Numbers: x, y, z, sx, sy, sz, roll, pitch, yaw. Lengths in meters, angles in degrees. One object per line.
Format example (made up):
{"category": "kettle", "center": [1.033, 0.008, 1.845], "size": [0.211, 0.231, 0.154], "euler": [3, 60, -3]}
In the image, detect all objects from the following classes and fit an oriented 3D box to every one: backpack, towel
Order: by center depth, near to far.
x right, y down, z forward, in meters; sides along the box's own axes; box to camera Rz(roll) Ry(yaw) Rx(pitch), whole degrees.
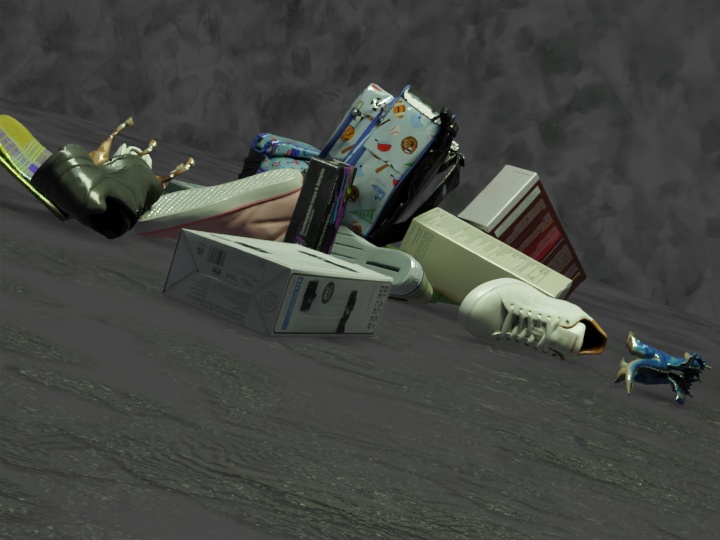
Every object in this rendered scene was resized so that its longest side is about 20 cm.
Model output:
{"category": "towel", "center": [-0.358, -0.116, 1.432], "size": [0.144, 0.023, 0.200], "euler": [45, 2, -11]}
{"category": "backpack", "center": [0.027, -0.126, 1.616], "size": [0.154, 0.191, 0.200], "euler": [29, -6, 12]}
{"category": "backpack", "center": [-0.116, -0.167, 2.446], "size": [0.182, 0.135, 0.200], "euler": [14, 9, -26]}

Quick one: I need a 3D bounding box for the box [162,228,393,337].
{"category": "box", "center": [-0.067, 0.014, 1.151], "size": [0.117, 0.060, 0.200], "euler": [20, 6, 25]}

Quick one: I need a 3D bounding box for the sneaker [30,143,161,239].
{"category": "sneaker", "center": [-0.259, -0.071, 1.353], "size": [0.091, 0.076, 0.200], "euler": [49, 17, 13]}

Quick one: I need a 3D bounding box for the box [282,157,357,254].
{"category": "box", "center": [-0.049, -0.050, 1.421], "size": [0.036, 0.143, 0.200], "euler": [19, 6, 5]}

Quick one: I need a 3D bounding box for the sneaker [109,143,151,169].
{"category": "sneaker", "center": [-0.304, -0.124, 1.704], "size": [0.070, 0.080, 0.200], "euler": [13, 5, -25]}

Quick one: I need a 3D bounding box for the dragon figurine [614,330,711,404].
{"category": "dragon figurine", "center": [0.337, 0.111, 1.438], "size": [0.099, 0.059, 0.200], "euler": [18, 4, 11]}

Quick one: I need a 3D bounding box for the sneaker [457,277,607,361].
{"category": "sneaker", "center": [0.202, 0.059, 1.470], "size": [0.200, 0.073, 0.085], "euler": [8, 18, -37]}

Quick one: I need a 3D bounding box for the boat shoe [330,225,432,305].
{"category": "boat shoe", "center": [0.000, 0.000, 1.547], "size": [0.200, 0.072, 0.062], "euler": [22, -21, 43]}

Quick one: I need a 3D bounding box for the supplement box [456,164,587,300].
{"category": "supplement box", "center": [0.218, -0.030, 1.736], "size": [0.061, 0.109, 0.200], "euler": [22, -29, 49]}

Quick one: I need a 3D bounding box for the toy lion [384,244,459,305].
{"category": "toy lion", "center": [0.060, 0.004, 1.690], "size": [0.200, 0.069, 0.192], "euler": [17, 12, -9]}

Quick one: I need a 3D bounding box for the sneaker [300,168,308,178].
{"category": "sneaker", "center": [-0.043, -0.118, 1.750], "size": [0.200, 0.098, 0.071], "euler": [7, 5, 16]}

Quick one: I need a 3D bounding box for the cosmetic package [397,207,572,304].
{"category": "cosmetic package", "center": [0.150, 0.004, 1.610], "size": [0.200, 0.071, 0.105], "euler": [30, 20, 15]}

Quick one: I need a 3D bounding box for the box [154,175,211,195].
{"category": "box", "center": [-0.164, -0.071, 1.749], "size": [0.158, 0.051, 0.200], "euler": [23, 8, 37]}

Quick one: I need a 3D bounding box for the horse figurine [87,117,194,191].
{"category": "horse figurine", "center": [-0.281, -0.109, 1.564], "size": [0.200, 0.133, 0.050], "euler": [35, -26, 34]}

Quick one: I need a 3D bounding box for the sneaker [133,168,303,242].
{"category": "sneaker", "center": [-0.154, -0.043, 1.473], "size": [0.200, 0.105, 0.075], "euler": [-15, 25, -15]}
